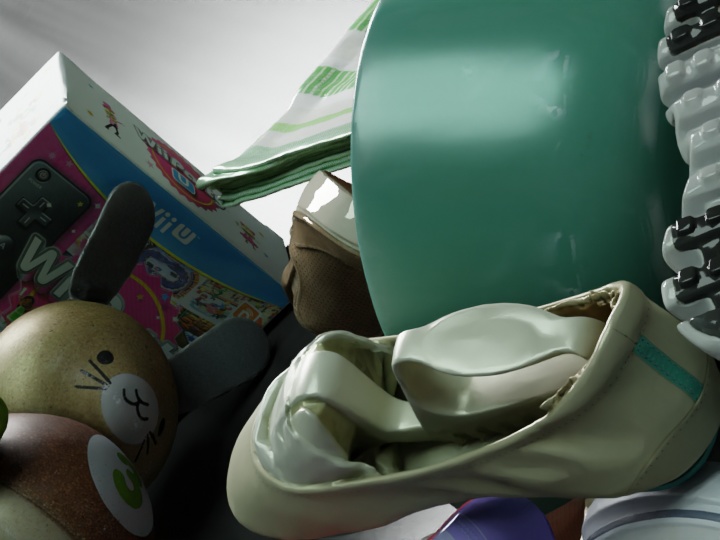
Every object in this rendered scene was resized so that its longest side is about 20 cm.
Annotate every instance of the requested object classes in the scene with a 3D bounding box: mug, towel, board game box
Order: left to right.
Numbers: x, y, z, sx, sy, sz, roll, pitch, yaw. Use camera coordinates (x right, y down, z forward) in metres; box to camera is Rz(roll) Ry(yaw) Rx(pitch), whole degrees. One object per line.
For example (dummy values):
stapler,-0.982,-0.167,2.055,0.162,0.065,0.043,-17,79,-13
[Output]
board game box,-0.151,0.022,1.122,0.200,0.147,0.064,-44,25,13
towel,0.028,-0.104,1.074,0.152,0.023,0.200,-16,24,47
mug,0.080,-0.019,0.837,0.114,0.186,0.152,-3,11,25

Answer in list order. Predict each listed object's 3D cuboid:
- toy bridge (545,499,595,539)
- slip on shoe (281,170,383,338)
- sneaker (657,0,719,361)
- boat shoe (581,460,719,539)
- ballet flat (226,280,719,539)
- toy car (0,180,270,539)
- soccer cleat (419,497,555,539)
toy bridge,0.063,0.090,0.846,0.067,0.027,0.201,-30,34,31
slip on shoe,0.000,0.000,0.962,0.200,0.076,0.061,-162,93,-82
sneaker,0.138,-0.036,0.745,0.075,0.081,0.201,-18,43,33
boat shoe,0.127,0.101,0.685,0.199,0.073,0.067,-3,53,55
ballet flat,0.018,0.040,0.745,0.199,0.069,0.070,-13,45,39
toy car,-0.116,0.065,1.024,0.157,0.165,0.200,-7,37,49
soccer cleat,0.028,0.157,0.721,0.076,0.067,0.201,-7,48,47
